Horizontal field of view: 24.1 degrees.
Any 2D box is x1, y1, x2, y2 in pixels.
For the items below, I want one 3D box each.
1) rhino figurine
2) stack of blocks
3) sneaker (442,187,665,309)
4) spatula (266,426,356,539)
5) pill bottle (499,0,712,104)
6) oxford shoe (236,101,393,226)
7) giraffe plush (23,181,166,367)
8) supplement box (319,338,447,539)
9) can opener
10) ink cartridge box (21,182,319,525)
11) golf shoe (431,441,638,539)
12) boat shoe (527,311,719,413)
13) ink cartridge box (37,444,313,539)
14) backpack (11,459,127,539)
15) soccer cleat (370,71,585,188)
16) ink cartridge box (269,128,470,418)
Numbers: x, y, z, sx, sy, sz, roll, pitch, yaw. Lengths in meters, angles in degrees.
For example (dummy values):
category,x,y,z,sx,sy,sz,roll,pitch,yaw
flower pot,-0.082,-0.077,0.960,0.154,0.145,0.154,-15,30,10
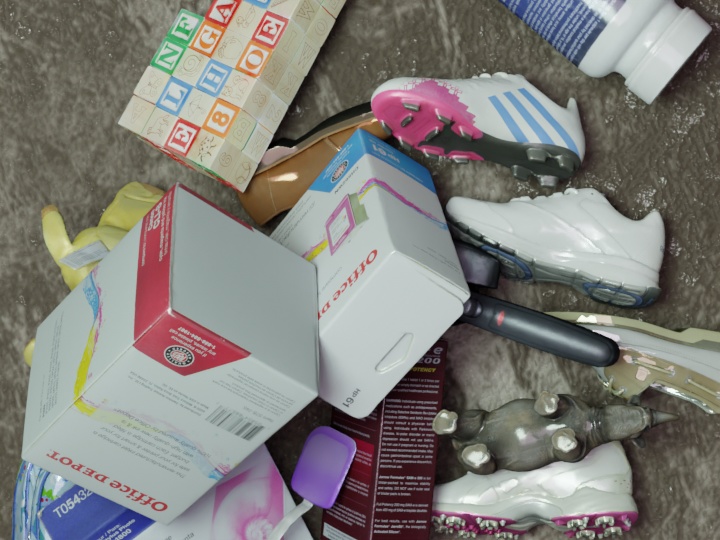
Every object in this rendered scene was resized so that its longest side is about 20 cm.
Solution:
category,x,y,z,sx,sy,sz,roll,pitch,yaw
rhino figurine,0.164,0.131,1.393,0.197,0.087,0.061,-9,76,11
stack of blocks,-0.108,-0.184,1.455,0.114,0.058,0.201,26,86,33
sneaker,0.168,-0.031,1.451,0.198,0.075,0.088,16,74,6
spatula,-0.068,0.224,1.420,0.056,0.021,0.201,24,77,41
pill bottle,0.192,-0.234,1.413,0.200,0.111,0.111,41,96,5
oxford shoe,-0.017,-0.099,1.470,0.198,0.071,0.072,-25,98,17
giraffe plush,-0.201,0.040,1.455,0.172,0.199,0.164,39,123,32
supplement box,0.018,0.151,1.439,0.060,0.109,0.203,4,92,-23
can opener,0.120,0.036,1.396,0.198,0.063,0.079,24,104,23
ink cartridge box,-0.147,0.069,1.307,0.145,0.146,0.200,31,124,-29
golf shoe,0.139,0.184,1.457,0.197,0.075,0.093,-2,69,9
boat shoe,0.231,0.077,1.432,0.197,0.075,0.069,8,87,6
ink cartridge box,-0.143,0.232,1.420,0.196,0.043,0.202,-36,112,-27
backpack,-0.229,0.228,1.467,0.161,0.154,0.203,-3,76,-12
soccer cleat,0.099,-0.134,1.423,0.198,0.070,0.087,17,59,-21
ink cartridge box,0.000,0.000,1.378,0.084,0.201,0.145,30,113,-26
